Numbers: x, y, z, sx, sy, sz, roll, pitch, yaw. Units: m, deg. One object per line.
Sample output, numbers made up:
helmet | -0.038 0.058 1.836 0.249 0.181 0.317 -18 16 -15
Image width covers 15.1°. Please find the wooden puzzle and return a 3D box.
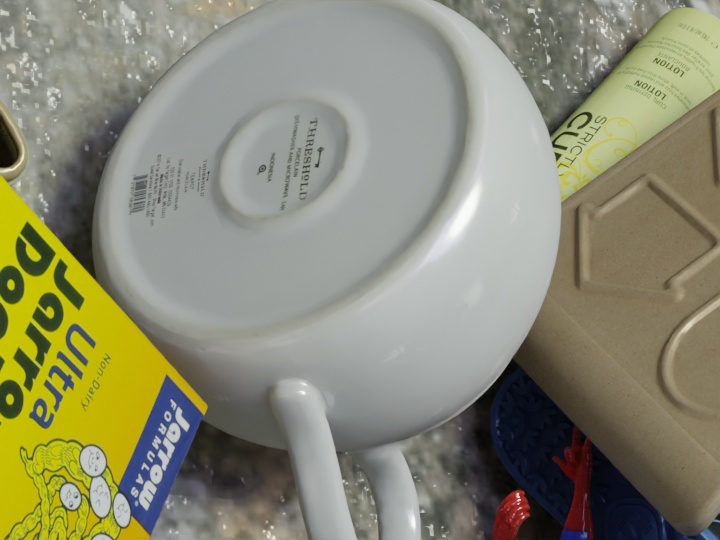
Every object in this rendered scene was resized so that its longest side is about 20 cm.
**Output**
wooden puzzle | 0.165 0.001 1.092 0.200 0.185 0.046 -39 130 -3

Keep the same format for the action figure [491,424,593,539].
action figure | 0.089 0.116 1.038 0.065 0.200 0.100 -2 96 -28

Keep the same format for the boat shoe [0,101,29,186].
boat shoe | -0.197 -0.094 0.936 0.200 0.063 0.074 37 66 -20

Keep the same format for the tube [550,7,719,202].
tube | 0.107 -0.041 1.208 0.200 0.058 0.052 -48 117 -34

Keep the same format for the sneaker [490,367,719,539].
sneaker | 0.135 0.116 1.122 0.078 0.070 0.201 -1 50 -49

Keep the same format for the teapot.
teapot | 0.000 0.000 1.067 0.200 0.197 0.146 -45 138 -9

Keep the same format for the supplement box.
supplement box | -0.162 0.033 0.928 0.200 0.109 0.109 51 49 -37
